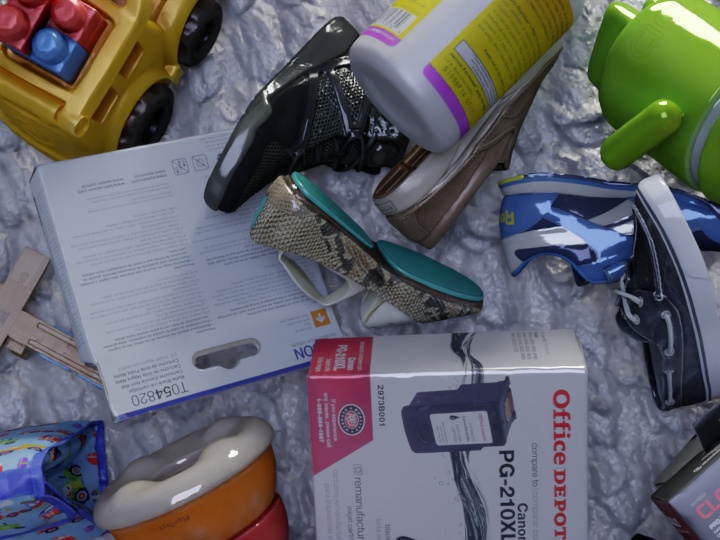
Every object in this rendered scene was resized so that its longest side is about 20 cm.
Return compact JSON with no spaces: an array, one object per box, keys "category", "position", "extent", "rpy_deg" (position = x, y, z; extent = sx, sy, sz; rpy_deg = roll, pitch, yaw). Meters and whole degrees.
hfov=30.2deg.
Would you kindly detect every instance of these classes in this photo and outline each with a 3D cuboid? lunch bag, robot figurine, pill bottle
[{"category":"lunch bag","position":[-0.275,0.158,0.952],"extent":[0.149,0.200,0.095],"rpy_deg":[-11,80,3]},{"category":"robot figurine","position":[0.256,-0.125,0.979],"extent":[0.174,0.117,0.200],"rpy_deg":[-14,44,-35]},{"category":"pill bottle","position":[0.092,-0.189,0.972],"extent":[0.104,0.104,0.200],"rpy_deg":[44,82,9]}]

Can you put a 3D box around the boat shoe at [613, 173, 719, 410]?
[{"category":"boat shoe","position":[0.216,0.023,0.963],"extent":[0.067,0.201,0.072],"rpy_deg":[-20,38,5]}]

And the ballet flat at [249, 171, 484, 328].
[{"category":"ballet flat","position":[0.000,0.000,1.005],"extent":[0.199,0.068,0.076],"rpy_deg":[30,107,-27]}]

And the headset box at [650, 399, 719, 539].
[{"category":"headset box","position":[0.298,0.162,0.864],"extent":[0.148,0.075,0.200],"rpy_deg":[-39,83,-2]}]

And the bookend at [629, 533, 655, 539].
[{"category":"bookend","position":[0.197,0.329,0.946],"extent":[0.200,0.092,0.199],"rpy_deg":[-41,81,-2]}]

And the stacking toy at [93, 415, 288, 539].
[{"category":"stacking toy","position":[-0.096,0.223,0.984],"extent":[0.145,0.146,0.202],"rpy_deg":[-24,98,0]}]

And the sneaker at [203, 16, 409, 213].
[{"category":"sneaker","position":[-0.031,-0.099,1.017],"extent":[0.114,0.076,0.200],"rpy_deg":[38,56,3]}]

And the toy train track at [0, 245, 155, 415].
[{"category":"toy train track","position":[-0.244,0.059,1.055],"extent":[0.199,0.033,0.115],"rpy_deg":[27,77,2]}]

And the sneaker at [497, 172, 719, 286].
[{"category":"sneaker","position":[0.200,-0.025,1.016],"extent":[0.198,0.074,0.083],"rpy_deg":[7,87,10]}]

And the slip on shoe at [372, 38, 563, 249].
[{"category":"slip on shoe","position":[0.094,-0.103,1.033],"extent":[0.061,0.076,0.200],"rpy_deg":[46,73,-16]}]

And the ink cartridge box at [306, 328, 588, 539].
[{"category":"ink cartridge box","position":[0.066,0.126,0.969],"extent":[0.198,0.084,0.146],"rpy_deg":[-2,106,3]}]

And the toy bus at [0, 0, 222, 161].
[{"category":"toy bus","position":[-0.205,-0.191,1.010],"extent":[0.135,0.192,0.201],"rpy_deg":[29,83,9]}]

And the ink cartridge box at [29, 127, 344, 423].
[{"category":"ink cartridge box","position":[-0.128,0.000,1.008],"extent":[0.198,0.041,0.202],"rpy_deg":[-13,77,-26]}]

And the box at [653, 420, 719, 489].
[{"category":"box","position":[0.328,0.124,0.961],"extent":[0.128,0.109,0.200],"rpy_deg":[43,86,7]}]
